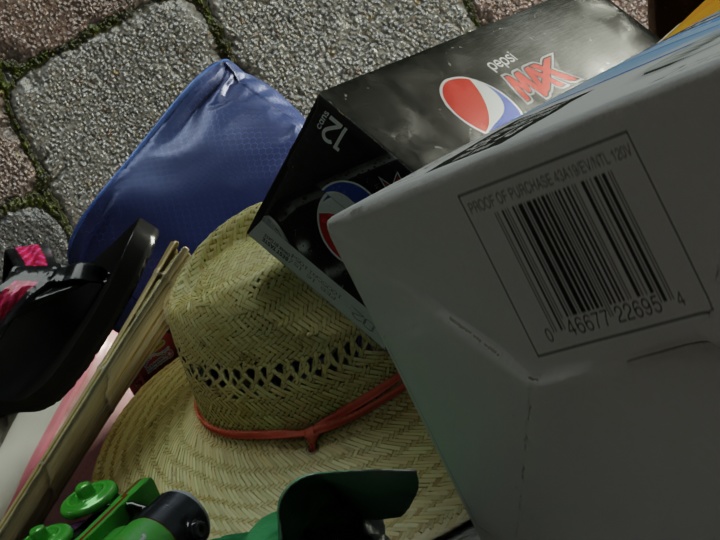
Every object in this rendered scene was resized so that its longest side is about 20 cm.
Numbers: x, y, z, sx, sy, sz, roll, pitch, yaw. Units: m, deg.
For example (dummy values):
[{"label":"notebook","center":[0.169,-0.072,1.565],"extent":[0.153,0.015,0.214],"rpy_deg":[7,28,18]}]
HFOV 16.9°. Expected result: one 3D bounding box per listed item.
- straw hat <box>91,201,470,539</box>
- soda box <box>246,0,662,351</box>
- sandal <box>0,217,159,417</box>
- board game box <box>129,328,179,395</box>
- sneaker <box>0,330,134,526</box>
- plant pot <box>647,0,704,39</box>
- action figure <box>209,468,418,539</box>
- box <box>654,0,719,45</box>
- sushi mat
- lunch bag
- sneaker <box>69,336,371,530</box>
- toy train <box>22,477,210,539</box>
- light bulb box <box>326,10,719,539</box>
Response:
[{"label":"straw hat","center":[-0.022,0.021,0.886],"extent":[0.200,0.085,0.201],"rpy_deg":[-16,30,10]},{"label":"soda box","center":[0.048,-0.043,0.872],"extent":[0.200,0.071,0.063],"rpy_deg":[-27,-28,-54]},{"label":"sandal","center":[-0.144,0.024,0.999],"extent":[0.200,0.045,0.075],"rpy_deg":[-28,30,54]},{"label":"board game box","center":[0.000,0.000,1.034],"extent":[0.200,0.019,0.103],"rpy_deg":[-38,-27,9]},{"label":"sneaker","center":[-0.133,0.121,1.034],"extent":[0.075,0.105,0.201],"rpy_deg":[-20,36,56]},{"label":"plant pot","center":[0.253,-0.118,1.076],"extent":[0.186,0.188,0.200],"rpy_deg":[-23,-7,31]},{"label":"action figure","center":[-0.023,0.094,0.717],"extent":[0.118,0.055,0.200],"rpy_deg":[-27,-3,4]},{"label":"box","center":[0.191,-0.080,0.821],"extent":[0.199,0.042,0.119],"rpy_deg":[-6,24,40]},{"label":"sushi mat","center":[-0.120,0.081,0.939],"extent":[0.200,0.012,0.096],"rpy_deg":[-58,-3,-11]},{"label":"lunch bag","center":[-0.050,0.006,1.210],"extent":[0.136,0.132,0.200],"rpy_deg":[-52,-13,-14]},{"label":"sneaker","center":[-0.060,0.076,0.976],"extent":[0.080,0.084,0.200],"rpy_deg":[-21,6,47]},{"label":"toy train","center":[-0.113,0.126,0.780],"extent":[0.056,0.042,0.200],"rpy_deg":[-12,21,36]},{"label":"light bulb box","center":[0.136,-0.017,0.650],"extent":[0.200,0.125,0.198],"rpy_deg":[-29,5,-32]}]
